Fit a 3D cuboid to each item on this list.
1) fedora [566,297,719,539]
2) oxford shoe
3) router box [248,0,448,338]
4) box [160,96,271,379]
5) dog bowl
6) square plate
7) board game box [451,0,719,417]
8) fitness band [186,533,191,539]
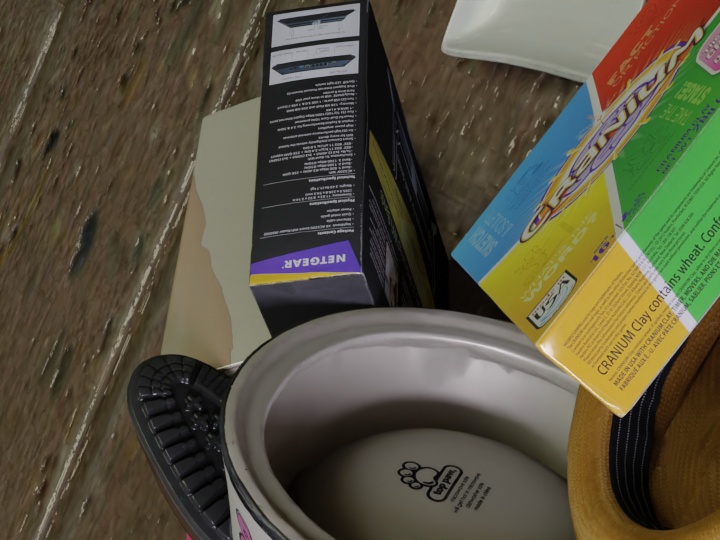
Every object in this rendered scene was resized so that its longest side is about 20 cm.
[{"bbox_3d":[0.157,0.041,0.767,0.201,0.082,0.201,-44,28,31],"label":"fedora"},{"bbox_3d":[-0.053,0.131,1.039,0.200,0.073,0.084,55,143,10],"label":"oxford shoe"},{"bbox_3d":[0.000,0.000,1.019,0.200,0.052,0.158,70,-163,-50],"label":"router box"},{"bbox_3d":[-0.042,0.005,1.150,0.077,0.095,0.201,-16,42,22],"label":"box"},{"bbox_3d":[0.038,0.099,0.852,0.200,0.199,0.074,-108,26,-54],"label":"dog bowl"},{"bbox_3d":[0.123,-0.190,1.088,0.201,0.028,0.198,-68,24,1],"label":"square plate"},{"bbox_3d":[0.107,-0.038,0.802,0.153,0.040,0.200,-52,10,3],"label":"board game box"},{"bbox_3d":[-0.056,0.095,1.225,0.144,0.037,0.201,-52,28,34],"label":"fitness band"}]
